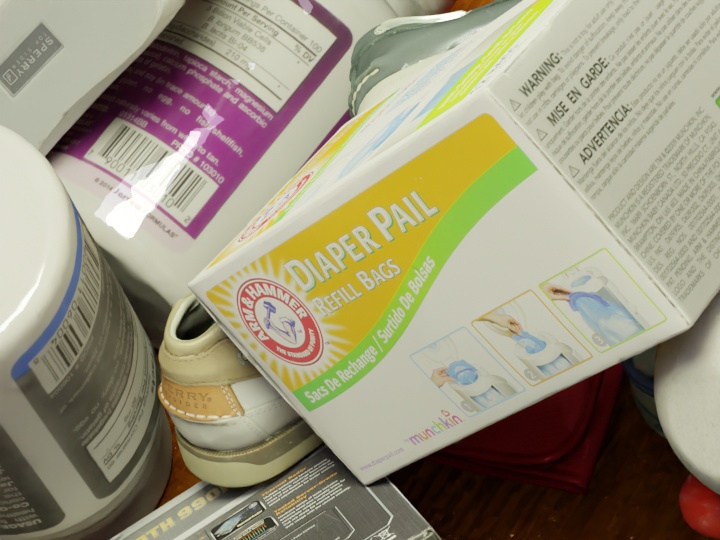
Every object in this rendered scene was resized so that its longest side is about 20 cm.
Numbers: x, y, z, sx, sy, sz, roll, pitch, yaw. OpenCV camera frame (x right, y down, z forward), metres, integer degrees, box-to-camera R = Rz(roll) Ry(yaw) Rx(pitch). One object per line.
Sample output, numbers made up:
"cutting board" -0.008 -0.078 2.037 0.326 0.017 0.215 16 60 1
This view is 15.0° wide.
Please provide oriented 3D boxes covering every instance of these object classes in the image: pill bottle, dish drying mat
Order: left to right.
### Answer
"pill bottle" -0.141 0.035 1.057 0.114 0.200 0.114 -5 62 8
"pill bottle" -0.045 -0.070 1.143 0.112 0.112 0.200 30 72 24
"dish drying mat" 0.084 -0.006 1.135 0.077 0.018 0.200 9 65 18

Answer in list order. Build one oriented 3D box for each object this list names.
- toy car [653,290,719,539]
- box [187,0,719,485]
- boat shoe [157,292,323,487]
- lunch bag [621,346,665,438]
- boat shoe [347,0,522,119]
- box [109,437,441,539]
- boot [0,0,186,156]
"toy car" 0.181 0.073 0.946 0.175 0.150 0.200 -24 71 -43
"box" 0.048 -0.019 0.953 0.101 0.200 0.113 48 54 -8
"boat shoe" 0.000 0.000 1.081 0.075 0.068 0.200 18 48 37
"lunch bag" 0.206 0.007 1.068 0.200 0.082 0.161 10 68 18
"boat shoe" 0.089 -0.098 1.077 0.200 0.073 0.062 -20 42 2
"box" -0.066 0.142 1.021 0.200 0.048 0.158 -33 20 -7
"boot" -0.123 -0.092 1.102 0.200 0.074 0.096 -32 10 35
